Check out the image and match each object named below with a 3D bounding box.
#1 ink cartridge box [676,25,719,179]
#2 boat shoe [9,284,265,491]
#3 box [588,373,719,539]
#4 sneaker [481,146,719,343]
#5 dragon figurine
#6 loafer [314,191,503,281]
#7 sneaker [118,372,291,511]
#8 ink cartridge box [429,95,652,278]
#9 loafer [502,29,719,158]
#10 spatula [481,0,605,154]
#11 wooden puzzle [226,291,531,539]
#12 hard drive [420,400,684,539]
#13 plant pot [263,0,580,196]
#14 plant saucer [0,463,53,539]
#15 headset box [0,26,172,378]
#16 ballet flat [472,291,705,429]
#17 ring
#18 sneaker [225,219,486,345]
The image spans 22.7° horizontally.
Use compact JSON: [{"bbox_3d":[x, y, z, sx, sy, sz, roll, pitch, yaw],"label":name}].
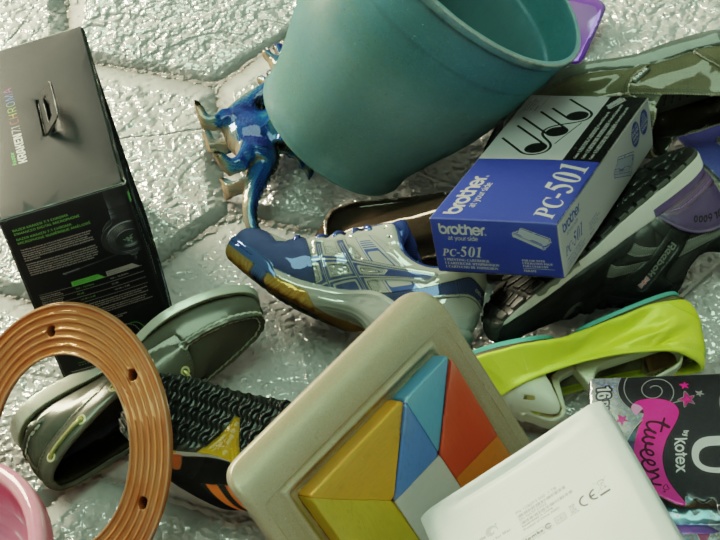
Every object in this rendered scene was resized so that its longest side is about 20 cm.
[{"bbox_3d":[0.351,-0.132,1.379,0.199,0.041,0.200,-29,51,-14],"label":"ink cartridge box"},{"bbox_3d":[-0.148,0.083,1.265,0.201,0.072,0.060,-32,51,-9],"label":"boat shoe"},{"bbox_3d":[0.198,0.178,1.078,0.114,0.132,0.201,-3,49,10],"label":"box"},{"bbox_3d":[0.181,0.005,1.264,0.200,0.088,0.076,-36,14,-8],"label":"sneaker"},{"bbox_3d":[-0.070,-0.102,1.416,0.099,0.059,0.201,-19,48,-5],"label":"dragon figurine"},{"bbox_3d":[0.062,-0.036,1.328,0.199,0.071,0.073,-2,49,8],"label":"loafer"},{"bbox_3d":[-0.063,0.131,1.193,0.199,0.090,0.070,18,64,25],"label":"sneaker"},{"bbox_3d":[0.131,-0.063,1.254,0.094,0.044,0.200,3,31,26],"label":"ink cartridge box"},{"bbox_3d":[0.203,-0.121,1.360,0.199,0.075,0.070,-21,52,13],"label":"loafer"},{"bbox_3d":[0.139,-0.151,1.446,0.056,0.021,0.200,17,55,21],"label":"spatula"},{"bbox_3d":[0.036,0.143,1.117,0.185,0.200,0.037,-43,18,-25],"label":"wooden puzzle"},{"bbox_3d":[0.121,0.178,1.000,0.132,0.026,0.200,-34,41,8],"label":"hard drive"},{"bbox_3d":[0.029,-0.165,1.344,0.199,0.188,0.201,29,34,-22],"label":"plant pot"},{"bbox_3d":[-0.272,0.210,1.105,0.199,0.051,0.201,-17,43,16],"label":"plant saucer"},{"bbox_3d":[-0.210,-0.051,1.305,0.092,0.201,0.175,-17,48,-4],"label":"headset box"},{"bbox_3d":[0.145,0.072,1.230,0.199,0.067,0.067,-17,66,-6],"label":"ballet flat"},{"bbox_3d":[-0.197,0.122,1.200,0.200,0.019,0.202,-4,84,36],"label":"ring"},{"bbox_3d":[0.000,0.000,1.290,0.199,0.075,0.089,23,84,19],"label":"sneaker"}]
